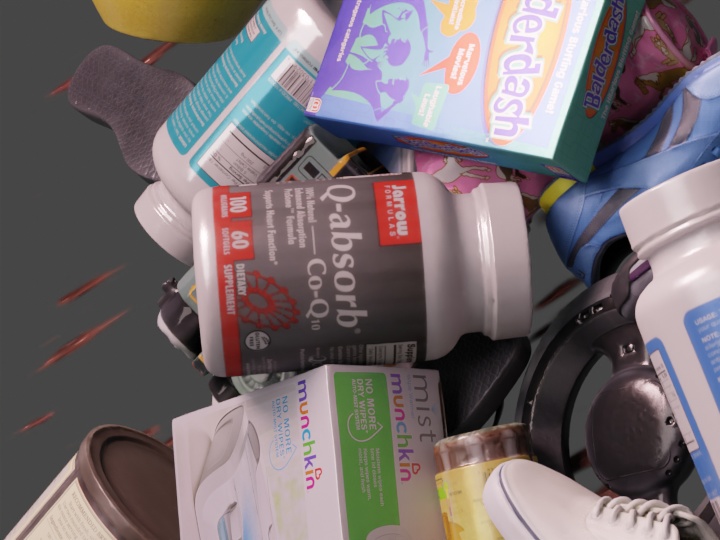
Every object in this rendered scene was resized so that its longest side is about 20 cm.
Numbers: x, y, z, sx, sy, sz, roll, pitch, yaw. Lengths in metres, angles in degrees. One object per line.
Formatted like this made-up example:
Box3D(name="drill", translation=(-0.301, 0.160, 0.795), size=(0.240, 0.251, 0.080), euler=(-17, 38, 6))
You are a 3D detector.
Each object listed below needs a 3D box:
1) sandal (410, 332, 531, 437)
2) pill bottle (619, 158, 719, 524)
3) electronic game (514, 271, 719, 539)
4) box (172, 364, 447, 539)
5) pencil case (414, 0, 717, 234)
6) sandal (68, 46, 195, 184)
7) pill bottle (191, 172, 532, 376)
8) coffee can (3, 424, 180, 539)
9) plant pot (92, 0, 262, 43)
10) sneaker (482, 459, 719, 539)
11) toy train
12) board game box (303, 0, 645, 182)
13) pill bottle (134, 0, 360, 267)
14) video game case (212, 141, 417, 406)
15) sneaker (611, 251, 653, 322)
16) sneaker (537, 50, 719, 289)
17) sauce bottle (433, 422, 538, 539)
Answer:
Box3D(name="sandal", translation=(0.047, 0.105, 1.603), size=(0.200, 0.043, 0.076), euler=(-53, 38, 27))
Box3D(name="pill bottle", translation=(0.214, 0.044, 1.336), size=(0.112, 0.112, 0.201), euler=(-27, 80, 32))
Box3D(name="electronic game", translation=(0.169, 0.097, 1.486), size=(0.199, 0.041, 0.202), euler=(-11, 74, 41))
Box3D(name="box", translation=(-0.025, 0.174, 1.554), size=(0.176, 0.096, 0.202), euler=(-21, 70, 51))
Box3D(name="pencil case", translation=(0.128, -0.102, 1.573), size=(0.200, 0.086, 0.083), euler=(-41, 44, 23))
Box3D(name="sandal", translation=(-0.153, -0.115, 1.865), size=(0.076, 0.043, 0.200), euler=(-52, 38, 4))
Box3D(name="pill bottle", translation=(0.000, 0.000, 1.520), size=(0.198, 0.116, 0.117), euler=(-5, 64, -2))
Box3D(name="coffee can", translation=(-0.185, 0.225, 1.686), size=(0.200, 0.146, 0.147), euler=(-49, 48, 17))
Box3D(name="plant pot", translation=(-0.131, -0.246, 1.816), size=(0.199, 0.199, 0.143), euler=(25, 117, 45))
Box3D(name="sneaker", translation=(0.161, 0.157, 1.405), size=(0.199, 0.073, 0.071), euler=(34, 123, 16))
Box3D(name="toy train", translation=(-0.045, -0.001, 1.637), size=(0.114, 0.085, 0.200), euler=(45, 107, 4))
Box3D(name="board game box", translation=(0.073, -0.145, 1.544), size=(0.199, 0.045, 0.153), euler=(12, 79, 39))
Box3D(name="pill bottle", translation=(-0.066, -0.095, 1.698), size=(0.200, 0.110, 0.111), euler=(-47, 48, 17))
Box3D(name="video game case", translation=(-0.030, 0.001, 1.721), size=(0.181, 0.022, 0.202), euler=(-16, 63, 37))
Box3D(name="sneaker", translation=(0.242, -0.002, 1.411), size=(0.199, 0.074, 0.088), euler=(-25, 65, 8))
Box3D(name="sneaker", translation=(0.198, -0.063, 1.515), size=(0.200, 0.066, 0.079), euler=(-40, 62, 25))
Box3D(name="sauce bottle", translation=(0.089, 0.194, 1.483), size=(0.064, 0.064, 0.202), euler=(-17, 78, 37))
